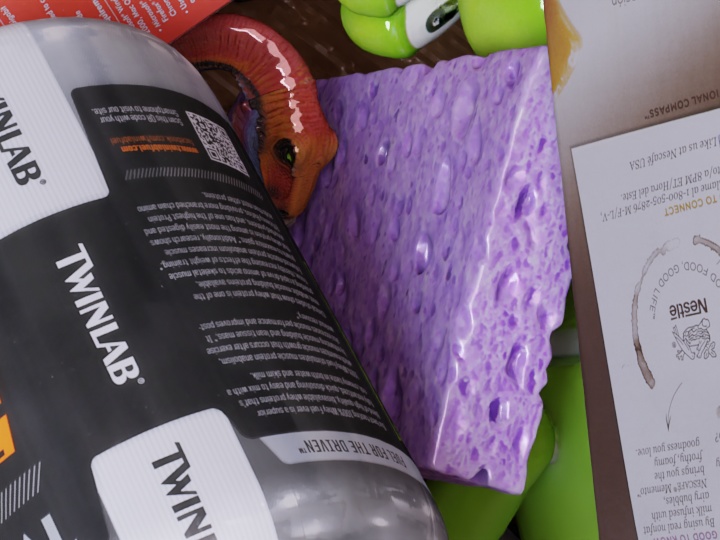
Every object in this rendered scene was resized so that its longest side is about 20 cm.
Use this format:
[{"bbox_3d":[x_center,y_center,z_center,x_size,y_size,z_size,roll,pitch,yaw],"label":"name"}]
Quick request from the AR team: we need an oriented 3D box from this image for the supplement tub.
[{"bbox_3d":[-0.056,0.046,0.665,0.122,0.123,0.200,-28,58,-3],"label":"supplement tub"}]

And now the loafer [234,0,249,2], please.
[{"bbox_3d":[0.022,-0.120,0.832,0.200,0.070,0.068,-9,85,-3],"label":"loafer"}]

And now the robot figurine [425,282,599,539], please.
[{"bbox_3d":[0.097,0.044,0.773,0.175,0.116,0.201,-20,101,-33],"label":"robot figurine"}]

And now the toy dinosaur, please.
[{"bbox_3d":[-0.103,-0.021,0.780,0.181,0.200,0.105,-33,70,40],"label":"toy dinosaur"}]

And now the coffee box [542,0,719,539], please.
[{"bbox_3d":[0.113,-0.031,0.668,0.114,0.080,0.201,-5,89,-37],"label":"coffee box"}]

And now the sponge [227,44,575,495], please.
[{"bbox_3d":[0.000,0.000,0.764,0.030,0.200,0.112,16,83,-24],"label":"sponge"}]

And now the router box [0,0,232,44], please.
[{"bbox_3d":[-0.080,-0.144,0.783,0.179,0.049,0.200,-34,44,-3],"label":"router box"}]

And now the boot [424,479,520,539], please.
[{"bbox_3d":[0.036,0.141,0.788,0.070,0.132,0.200,-31,95,39],"label":"boot"}]

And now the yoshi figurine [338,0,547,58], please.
[{"bbox_3d":[0.086,-0.118,0.768,0.200,0.112,0.112,-41,111,-12],"label":"yoshi figurine"}]
